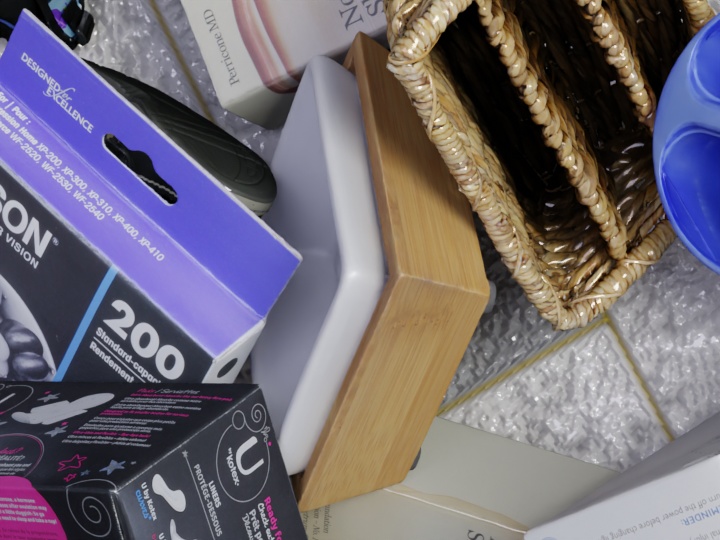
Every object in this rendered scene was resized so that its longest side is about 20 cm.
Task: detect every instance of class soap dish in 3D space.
[{"bbox_3d":[0.000,0.000,1.072,0.081,0.201,0.158,11,127,-15],"label":"soap dish"}]

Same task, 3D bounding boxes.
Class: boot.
[{"bbox_3d":[-0.131,-0.018,1.156,0.203,0.073,0.155,36,103,51],"label":"boot"}]

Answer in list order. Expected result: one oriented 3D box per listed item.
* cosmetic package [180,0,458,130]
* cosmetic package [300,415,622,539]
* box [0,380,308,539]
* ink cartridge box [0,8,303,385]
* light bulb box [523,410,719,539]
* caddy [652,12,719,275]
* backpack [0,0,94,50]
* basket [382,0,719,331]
[{"bbox_3d":[0.007,-0.166,1.148,0.199,0.087,0.104,-26,79,13],"label":"cosmetic package"},{"bbox_3d":[0.066,0.146,1.094,0.199,0.073,0.104,16,125,19],"label":"cosmetic package"},{"bbox_3d":[-0.134,0.135,1.044,0.199,0.115,0.133,-2,112,40],"label":"box"},{"bbox_3d":[-0.147,0.003,1.090,0.198,0.043,0.200,41,129,11],"label":"ink cartridge box"},{"bbox_3d":[0.212,0.161,0.977,0.125,0.198,0.201,-29,86,43],"label":"light bulb box"},{"bbox_3d":[0.231,-0.051,0.983,0.199,0.105,0.142,22,100,38],"label":"caddy"},{"bbox_3d":[-0.208,-0.228,1.159,0.134,0.200,0.184,26,94,17],"label":"backpack"},{"bbox_3d":[0.107,-0.098,1.036,0.142,0.149,0.201,-25,124,11],"label":"basket"}]
